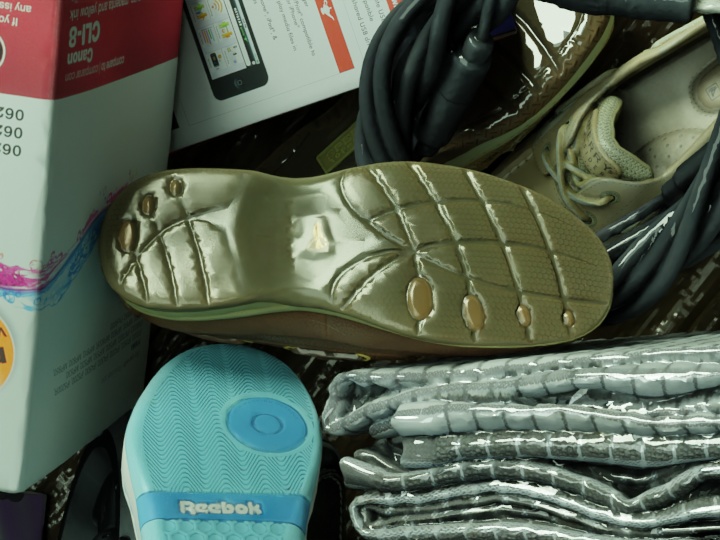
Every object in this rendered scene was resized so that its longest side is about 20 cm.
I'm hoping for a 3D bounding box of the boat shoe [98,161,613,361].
[{"bbox_3d":[0.000,0.000,0.876,0.199,0.068,0.072,4,71,5],"label":"boat shoe"}]

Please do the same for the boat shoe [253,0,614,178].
[{"bbox_3d":[0.033,-0.064,0.981,0.199,0.076,0.072,-34,65,18],"label":"boat shoe"}]

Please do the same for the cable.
[{"bbox_3d":[0.078,-0.055,0.874,0.199,0.051,0.163,-30,116,23],"label":"cable"}]

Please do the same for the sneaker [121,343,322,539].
[{"bbox_3d":[-0.060,0.133,0.855,0.079,0.131,0.201,8,42,-7],"label":"sneaker"}]

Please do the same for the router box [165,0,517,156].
[{"bbox_3d":[-0.050,-0.164,0.932,0.179,0.049,0.201,-16,95,24],"label":"router box"}]

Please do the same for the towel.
[{"bbox_3d":[0.104,0.071,0.883,0.199,0.165,0.086,-5,89,26],"label":"towel"}]

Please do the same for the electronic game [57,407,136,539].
[{"bbox_3d":[-0.107,0.153,0.977,0.041,0.200,0.201,10,87,-16],"label":"electronic game"}]

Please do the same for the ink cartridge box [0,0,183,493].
[{"bbox_3d":[-0.166,-0.032,0.893,0.144,0.145,0.201,9,104,12],"label":"ink cartridge box"}]

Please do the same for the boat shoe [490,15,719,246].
[{"bbox_3d":[0.107,-0.049,0.949,0.200,0.065,0.072,-35,70,18],"label":"boat shoe"}]

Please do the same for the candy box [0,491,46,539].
[{"bbox_3d":[-0.260,0.185,1.093,0.199,0.071,0.169,2,84,26],"label":"candy box"}]

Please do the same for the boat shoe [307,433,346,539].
[{"bbox_3d":[-0.030,0.165,0.915,0.071,0.072,0.201,12,91,39],"label":"boat shoe"}]
